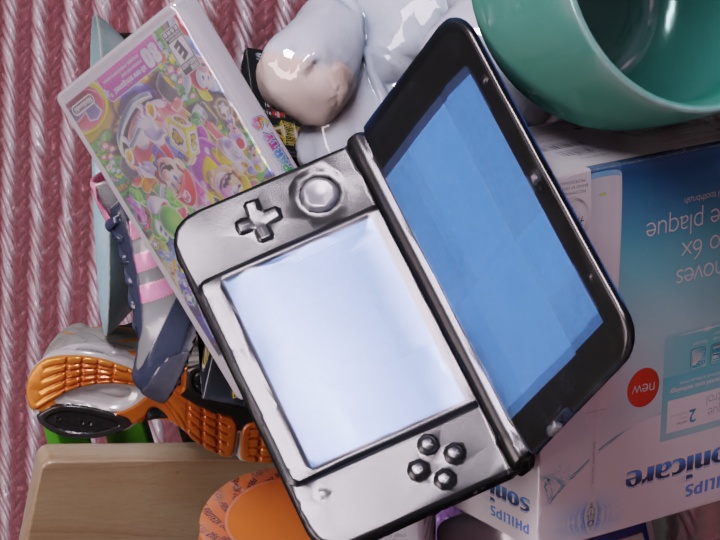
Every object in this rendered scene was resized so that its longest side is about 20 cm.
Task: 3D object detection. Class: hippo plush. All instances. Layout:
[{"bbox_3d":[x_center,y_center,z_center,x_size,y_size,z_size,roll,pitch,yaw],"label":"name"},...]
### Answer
[{"bbox_3d":[0.062,-0.123,1.488,0.160,0.159,0.200,2,59,38],"label":"hippo plush"}]

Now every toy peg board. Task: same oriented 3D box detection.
[{"bbox_3d":[-0.137,0.168,1.844,0.098,0.199,0.200,-112,29,-48],"label":"toy peg board"}]

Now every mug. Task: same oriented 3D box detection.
[{"bbox_3d":[0.133,-0.160,1.363,0.114,0.152,0.186,-10,62,60],"label":"mug"}]

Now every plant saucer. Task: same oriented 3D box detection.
[{"bbox_3d":[-0.145,-0.060,1.725,0.201,0.039,0.202,179,90,-83],"label":"plant saucer"}]

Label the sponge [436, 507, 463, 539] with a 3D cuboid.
[{"bbox_3d":[0.044,0.160,1.697,0.200,0.030,0.112,48,136,38],"label":"sponge"}]

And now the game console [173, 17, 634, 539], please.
[{"bbox_3d":[0.015,0.007,1.354,0.118,0.170,0.200,85,160,-65],"label":"game console"}]

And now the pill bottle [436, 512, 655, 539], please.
[{"bbox_3d":[0.119,0.223,1.519,0.120,0.119,0.201,-17,85,57],"label":"pill bottle"}]

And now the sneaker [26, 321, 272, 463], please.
[{"bbox_3d":[-0.108,0.064,1.766,0.092,0.199,0.076,-86,6,-63],"label":"sneaker"}]

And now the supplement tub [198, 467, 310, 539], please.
[{"bbox_3d":[-0.044,0.228,1.730,0.123,0.122,0.200,40,147,44],"label":"supplement tub"}]

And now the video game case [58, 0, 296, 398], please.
[{"bbox_3d":[-0.078,-0.036,1.508,0.143,0.018,0.200,-30,92,53],"label":"video game case"}]

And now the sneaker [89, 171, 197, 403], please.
[{"bbox_3d":[-0.123,-0.022,1.621,0.070,0.082,0.201,-116,37,-73],"label":"sneaker"}]

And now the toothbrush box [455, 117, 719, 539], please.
[{"bbox_3d":[0.125,0.027,1.427,0.085,0.146,0.201,26,120,51],"label":"toothbrush box"}]

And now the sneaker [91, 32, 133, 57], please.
[{"bbox_3d":[-0.124,-0.085,1.849,0.200,0.073,0.085,-131,39,-54],"label":"sneaker"}]

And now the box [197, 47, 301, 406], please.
[{"bbox_3d":[-0.062,-0.029,1.663,0.200,0.046,0.159,-103,25,-69],"label":"box"}]

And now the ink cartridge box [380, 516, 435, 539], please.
[{"bbox_3d":[0.021,0.136,1.520,0.196,0.043,0.201,-75,-13,-75],"label":"ink cartridge box"}]
